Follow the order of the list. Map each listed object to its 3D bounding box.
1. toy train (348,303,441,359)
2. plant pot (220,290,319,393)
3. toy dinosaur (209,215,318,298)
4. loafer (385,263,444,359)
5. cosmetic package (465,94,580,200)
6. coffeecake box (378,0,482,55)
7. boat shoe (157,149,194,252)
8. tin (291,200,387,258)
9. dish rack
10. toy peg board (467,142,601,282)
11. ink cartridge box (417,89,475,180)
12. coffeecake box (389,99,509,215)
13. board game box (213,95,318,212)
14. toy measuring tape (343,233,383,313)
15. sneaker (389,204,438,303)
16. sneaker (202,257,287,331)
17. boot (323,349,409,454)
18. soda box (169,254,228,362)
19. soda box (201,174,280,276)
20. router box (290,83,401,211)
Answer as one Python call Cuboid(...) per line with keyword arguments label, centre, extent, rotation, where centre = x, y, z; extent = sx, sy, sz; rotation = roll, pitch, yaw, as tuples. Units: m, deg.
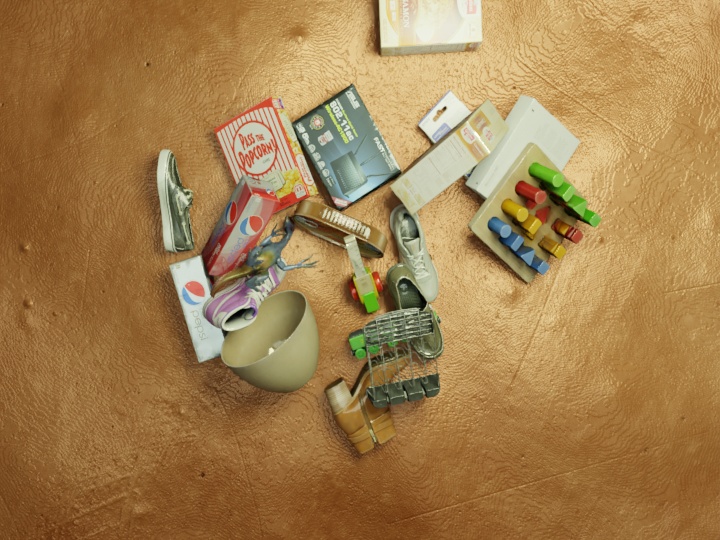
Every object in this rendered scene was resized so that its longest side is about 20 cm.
Cuboid(label="toy train", centre=(0.067, 0.120, 1.539), extent=(0.195, 0.042, 0.058), rotation=(-21, 107, 3))
Cuboid(label="plant pot", centre=(-0.156, 0.158, 1.494), extent=(0.197, 0.201, 0.136), rotation=(-31, 120, 4))
Cuboid(label="toy dinosaur", centre=(-0.187, -0.041, 1.477), extent=(0.194, 0.182, 0.108), rotation=(-8, 112, 8))
Cuboid(label="loafer", centre=(0.105, 0.087, 1.479), extent=(0.074, 0.070, 0.203), rotation=(-27, 100, 3))
Cuboid(label="cosmetic package", centre=(0.315, -0.209, 1.478), extent=(0.149, 0.052, 0.203), rotation=(30, 95, -32))
Cuboid(label="coffeecake box", centre=(0.133, -0.509, 1.477), extent=(0.194, 0.073, 0.158), rotation=(-3, 93, 1))
Cuboid(label="boat shoe", centre=(-0.365, -0.140, 1.528), extent=(0.062, 0.071, 0.206), rotation=(-3, 102, 2))
Cuboid(label="tin", centre=(-0.039, -0.080, 1.496), extent=(0.196, 0.112, 0.043), rotation=(24, 72, -6))
Cuboid(label="dish rack", centre=(0.077, 0.163, 1.446), extent=(0.149, 0.055, 0.205), rotation=(-11, 115, -6))
Cuboid(label="toy peg board", centre=(0.343, -0.095, 1.451), extent=(0.199, 0.098, 0.201), rotation=(37, 93, -30))
Cuboid(label="ink cartridge box", centre=(0.212, -0.251, 1.519), extent=(0.095, 0.037, 0.200), rotation=(-44, 94, 4))
Cuboid(label="coffeecake box", centre=(0.167, -0.212, 1.422), extent=(0.199, 0.154, 0.073), rotation=(-37, 97, 34))
Cuboid(label="board game box", centre=(-0.186, -0.216, 1.499), extent=(0.149, 0.046, 0.205), rotation=(-21, 92, 27))
Cuboid(label="toy measuring tape", centre=(0.000, 0.000, 1.502), extent=(0.072, 0.074, 0.203), rotation=(-18, 125, 2))
Cuboid(label="sneaker", centre=(0.105, -0.030, 1.507), extent=(0.074, 0.092, 0.205), rotation=(-20, 94, 2))
Cuboid(label="sneaker", centre=(-0.203, 0.051, 1.486), extent=(0.200, 0.113, 0.074), rotation=(-41, 121, -21))
Cuboid(label="boot", centre=(0.039, 0.265, 1.539), extent=(0.197, 0.077, 0.158), rotation=(-29, 98, -4))
Cuboid(label="soda box", centre=(-0.319, 0.075, 1.540), extent=(0.066, 0.064, 0.205), rotation=(-16, 94, 2))
Cuboid(label="soda box", centre=(-0.235, -0.081, 1.478), extent=(0.069, 0.064, 0.202), rotation=(9, 126, -39))
Cuboid(label="router box", centre=(-0.027, -0.241, 1.511), extent=(0.148, 0.062, 0.203), rotation=(-31, 92, 3))
